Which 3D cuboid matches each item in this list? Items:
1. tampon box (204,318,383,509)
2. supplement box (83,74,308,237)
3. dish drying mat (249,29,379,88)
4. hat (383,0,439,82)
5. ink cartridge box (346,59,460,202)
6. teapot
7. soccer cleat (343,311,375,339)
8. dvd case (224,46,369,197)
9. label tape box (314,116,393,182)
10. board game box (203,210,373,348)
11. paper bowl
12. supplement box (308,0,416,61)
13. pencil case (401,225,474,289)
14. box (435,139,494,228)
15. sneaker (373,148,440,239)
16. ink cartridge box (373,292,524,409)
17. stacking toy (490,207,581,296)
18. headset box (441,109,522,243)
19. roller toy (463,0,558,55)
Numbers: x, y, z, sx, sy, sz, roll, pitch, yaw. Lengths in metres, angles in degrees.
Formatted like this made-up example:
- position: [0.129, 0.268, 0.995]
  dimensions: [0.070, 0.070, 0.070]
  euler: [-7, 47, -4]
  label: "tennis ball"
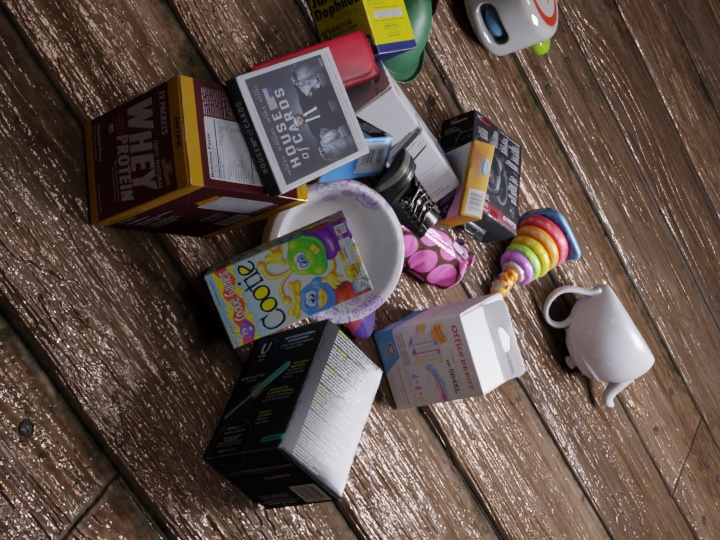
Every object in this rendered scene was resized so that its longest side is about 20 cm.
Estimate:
- position: [-0.084, 0.192, 1.549]
  dimensions: [0.126, 0.148, 0.202]
  euler: [45, 49, -29]
  label: "tampon box"
- position: [-0.208, -0.136, 1.469]
  dimensions: [0.198, 0.195, 0.135]
  euler: [5, 74, -49]
  label: "supplement box"
- position: [-0.067, -0.299, 1.752]
  dimensions: [0.198, 0.018, 0.078]
  euler: [-23, 90, -23]
  label: "dish drying mat"
- position: [0.110, -0.436, 1.939]
  dimensions: [0.165, 0.174, 0.203]
  euler: [-19, 93, -49]
  label: "hat"
- position: [0.062, -0.214, 1.844]
  dimensions: [0.201, 0.084, 0.145]
  euler: [52, 10, -25]
  label: "ink cartridge box"
- position: [0.447, 0.133, 2.193]
  dimensions: [0.202, 0.145, 0.197]
  euler: [63, 13, 24]
  label: "teapot"
- position: [0.000, 0.000, 1.760]
  dimensions: [0.066, 0.076, 0.204]
  euler: [4, 76, -48]
  label: "soccer cleat"
- position: [-0.075, -0.191, 1.470]
  dimensions: [0.199, 0.024, 0.152]
  euler: [-31, 102, -51]
  label: "dvd case"
- position: [-0.073, -0.198, 1.649]
  dimensions: [0.142, 0.199, 0.067]
  euler: [-12, 129, -50]
  label: "label tape box"
- position: [-0.094, 0.009, 1.542]
  dimensions: [0.105, 0.197, 0.104]
  euler: [-117, -176, -82]
  label: "board game box"
- position: [-0.043, -0.031, 1.659]
  dimensions: [0.197, 0.104, 0.205]
  euler: [-1, 96, -12]
  label: "paper bowl"
- position: [-0.007, -0.430, 1.856]
  dimensions: [0.109, 0.108, 0.203]
  euler: [-20, 94, -49]
  label: "supplement box"
- position: [0.090, -0.047, 1.864]
  dimensions: [0.199, 0.093, 0.092]
  euler: [29, 67, -39]
  label: "pencil case"
- position: [0.158, -0.136, 1.894]
  dimensions: [0.041, 0.200, 0.121]
  euler: [12, 85, -11]
  label: "box"
- position: [0.076, -0.110, 1.691]
  dimensions: [0.106, 0.200, 0.075]
  euler: [37, 83, -1]
  label: "sneaker"
- position: [0.145, 0.122, 1.795]
  dimensions: [0.124, 0.198, 0.131]
  euler: [-23, 95, -49]
  label: "ink cartridge box"
- position: [0.293, -0.015, 2.101]
  dimensions: [0.200, 0.115, 0.111]
  euler: [-42, 110, -32]
  label: "stacking toy"
- position: [0.210, -0.154, 2.048]
  dimensions: [0.148, 0.076, 0.203]
  euler: [28, 59, -40]
  label: "headset box"
- position: [0.275, -0.506, 2.180]
  dimensions: [0.181, 0.138, 0.204]
  euler: [11, 68, -58]
  label: "roller toy"
